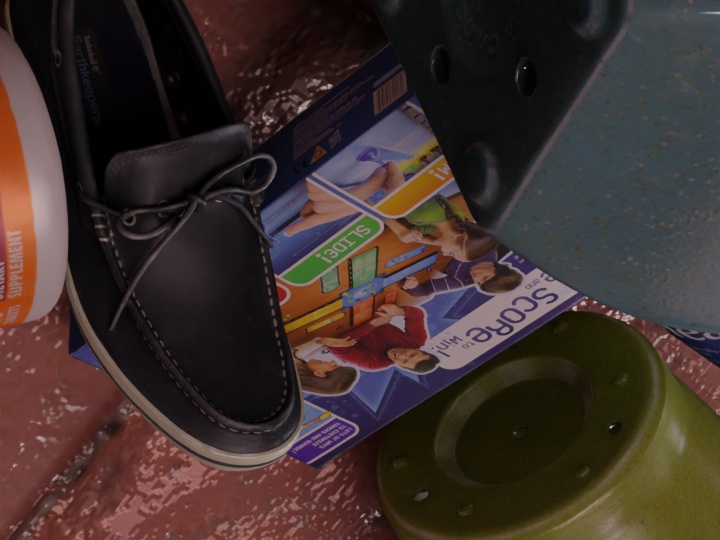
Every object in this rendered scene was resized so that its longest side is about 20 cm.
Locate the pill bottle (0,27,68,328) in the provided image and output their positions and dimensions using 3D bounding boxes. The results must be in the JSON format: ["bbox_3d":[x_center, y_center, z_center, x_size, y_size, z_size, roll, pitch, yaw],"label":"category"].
[{"bbox_3d":[-0.209,-0.018,0.742,0.200,0.110,0.110,-13,124,-23],"label":"pill bottle"}]

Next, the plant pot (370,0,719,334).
[{"bbox_3d":[0.122,-0.097,0.734,0.200,0.197,0.196,-6,147,-30],"label":"plant pot"}]

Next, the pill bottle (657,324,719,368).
[{"bbox_3d":[0.148,-0.029,0.934,0.200,0.111,0.111,32,100,-38],"label":"pill bottle"}]

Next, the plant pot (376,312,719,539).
[{"bbox_3d":[0.105,0.127,0.953,0.200,0.200,0.193,-35,124,-5],"label":"plant pot"}]

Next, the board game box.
[{"bbox_3d":[0.000,0.000,0.854,0.135,0.035,0.200,29,132,-34],"label":"board game box"}]

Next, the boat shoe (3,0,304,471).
[{"bbox_3d":[-0.069,-0.026,0.772,0.074,0.200,0.062,-15,171,-33],"label":"boat shoe"}]
